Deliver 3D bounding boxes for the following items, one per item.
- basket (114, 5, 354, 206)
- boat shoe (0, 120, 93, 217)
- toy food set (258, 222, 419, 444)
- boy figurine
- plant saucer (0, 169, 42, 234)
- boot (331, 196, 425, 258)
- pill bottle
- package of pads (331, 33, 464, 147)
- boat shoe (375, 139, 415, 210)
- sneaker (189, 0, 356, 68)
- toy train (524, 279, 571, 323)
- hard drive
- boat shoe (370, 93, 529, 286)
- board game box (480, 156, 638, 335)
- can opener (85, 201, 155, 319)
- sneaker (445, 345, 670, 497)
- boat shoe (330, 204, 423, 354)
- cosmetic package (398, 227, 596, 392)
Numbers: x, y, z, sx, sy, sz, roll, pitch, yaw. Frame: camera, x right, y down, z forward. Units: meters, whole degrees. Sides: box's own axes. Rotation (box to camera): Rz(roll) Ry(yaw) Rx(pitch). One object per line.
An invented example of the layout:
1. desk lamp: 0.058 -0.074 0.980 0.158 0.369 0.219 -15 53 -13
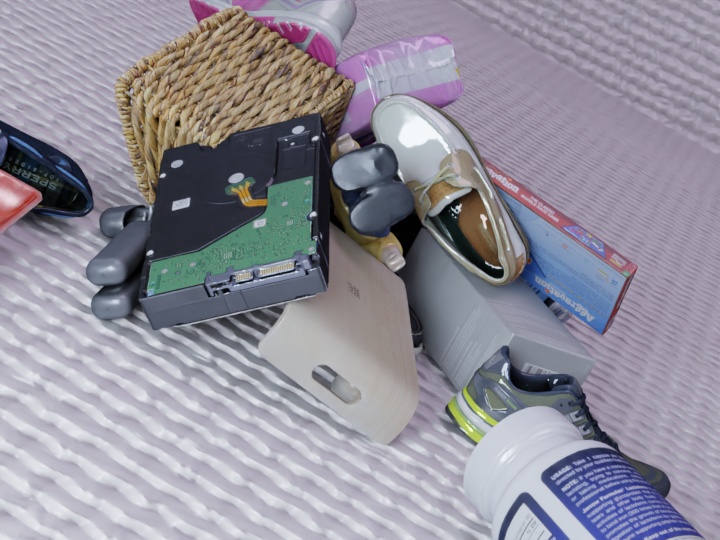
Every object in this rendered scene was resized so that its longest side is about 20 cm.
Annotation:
1. basket: -0.127 -0.124 1.414 0.149 0.143 0.200 34 43 10
2. boat shoe: -0.293 -0.092 1.208 0.200 0.084 0.069 11 14 -37
3. toy food set: -0.027 0.032 1.236 0.143 0.060 0.200 39 25 -28
4. boy figurine: 0.009 -0.057 1.345 0.200 0.064 0.124 67 -1 -87
5. plant saucer: -0.349 -0.052 1.066 0.199 0.037 0.200 29 28 1
6. boot: 0.001 -0.077 1.617 0.203 0.074 0.154 24 16 -31
7. pill bottle: 0.163 0.190 1.074 0.116 0.116 0.200 12 25 -41
8. package of pads: -0.002 -0.165 1.531 0.120 0.200 0.076 -16 87 -37
9. boat shoe: 0.061 -0.102 1.499 0.202 0.074 0.065 41 23 -58
10. sneaker: -0.080 -0.246 1.509 0.200 0.088 0.081 18 -35 35
11. toy train: 0.162 -0.016 1.624 0.114 0.087 0.200 46 9 -30
12. hard drive: -0.092 -0.041 1.198 0.140 0.038 0.200 -14 36 9
13. boat shoe: 0.080 -0.073 1.376 0.200 0.075 0.068 50 18 -3
14. board game box: 0.160 -0.028 1.436 0.200 0.103 0.019 37 60 16
15. can opener: -0.190 -0.012 1.231 0.067 0.053 0.200 -2 17 9
16. sneaker: 0.174 0.135 1.289 0.200 0.081 0.074 27 19 -6
17. boat shoe: 0.002 0.000 1.419 0.074 0.066 0.199 13 24 -38
18. cosmetic package: 0.116 0.051 1.426 0.107 0.090 0.200 18 18 -31
